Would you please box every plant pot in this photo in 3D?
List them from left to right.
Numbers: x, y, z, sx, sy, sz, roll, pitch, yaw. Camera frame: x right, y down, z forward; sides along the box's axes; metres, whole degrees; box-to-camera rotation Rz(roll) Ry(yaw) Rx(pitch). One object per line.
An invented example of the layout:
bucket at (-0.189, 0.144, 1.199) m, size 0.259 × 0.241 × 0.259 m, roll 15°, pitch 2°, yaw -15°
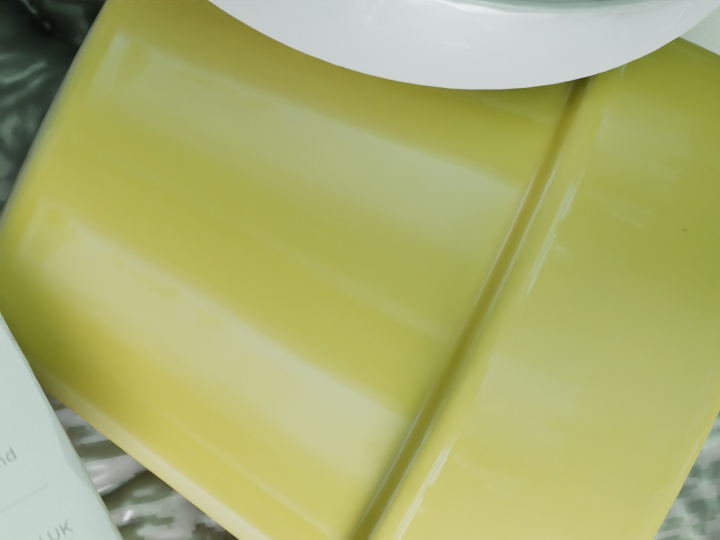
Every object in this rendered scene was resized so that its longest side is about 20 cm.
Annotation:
plant pot at (0.000, 0.000, 0.721) m, size 0.189 × 0.201 × 0.201 m, roll 26°, pitch 78°, yaw -3°

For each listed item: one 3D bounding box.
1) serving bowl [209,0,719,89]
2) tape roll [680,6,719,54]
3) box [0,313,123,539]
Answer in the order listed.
serving bowl at (0.012, -0.116, 0.665) m, size 0.200 × 0.066 × 0.200 m, roll 10°, pitch 47°, yaw -11°
tape roll at (0.062, -0.140, 0.826) m, size 0.203 × 0.037 × 0.203 m, roll 2°, pitch 86°, yaw -20°
box at (-0.194, 0.057, 0.668) m, size 0.199 × 0.131 × 0.200 m, roll -30°, pitch 98°, yaw -20°
